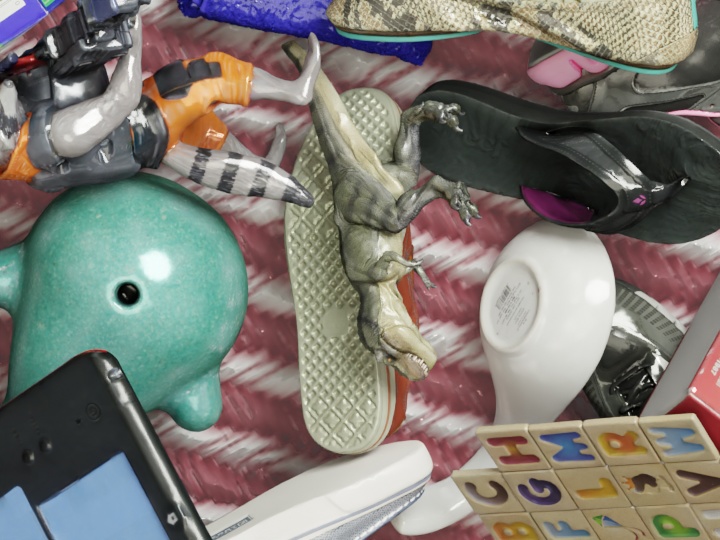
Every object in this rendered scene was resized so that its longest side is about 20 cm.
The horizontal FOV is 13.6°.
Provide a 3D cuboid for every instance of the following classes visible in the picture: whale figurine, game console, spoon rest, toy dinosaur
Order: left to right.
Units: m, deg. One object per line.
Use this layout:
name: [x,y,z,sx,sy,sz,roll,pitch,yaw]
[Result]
game console: [-0.150,0.165,1.603,0.177,0.031,0.201,-34,81,35]
whale figurine: [-0.145,0.042,1.648,0.159,0.104,0.201,34,90,-4]
toy dinosaur: [0.017,-0.045,1.608,0.088,0.047,0.201,-23,75,25]
spoon rest: [0.081,0.060,1.667,0.060,0.099,0.201,13,118,-39]

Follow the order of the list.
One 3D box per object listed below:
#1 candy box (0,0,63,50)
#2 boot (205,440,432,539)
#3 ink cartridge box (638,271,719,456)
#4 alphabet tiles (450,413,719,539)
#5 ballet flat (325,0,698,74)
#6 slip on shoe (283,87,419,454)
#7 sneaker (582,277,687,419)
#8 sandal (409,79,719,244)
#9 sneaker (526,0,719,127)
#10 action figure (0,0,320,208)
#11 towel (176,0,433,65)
candy box: [-0.231,-0.133,1.576,0.169,0.200,0.077,-32,100,12]
boot: [-0.039,0.172,1.650,0.199,0.073,0.091,-26,101,-3]
ink cartridge box: [0.267,0.081,1.616,0.200,0.083,0.147,36,61,-5]
alphabet tiles: [0.153,0.136,1.617,0.199,0.006,0.167,-6,134,34]
ballet flat: [0.078,-0.152,1.563,0.199,0.068,0.076,9,124,16]
slip on shoe: [0.000,0.000,1.667,0.074,0.061,0.201,0,91,24]
sneaker: [0.173,0.093,1.657,0.066,0.091,0.201,-29,100,9]
sandal: [0.110,-0.050,1.609,0.199,0.048,0.076,12,126,28]
sneaker: [0.192,-0.128,1.617,0.199,0.079,0.096,-28,106,18]
action figure: [-0.117,-0.083,1.573,0.192,0.200,0.105,-3,80,-14]
towel: [-0.015,-0.219,1.617,0.147,0.050,0.201,11,104,2]
